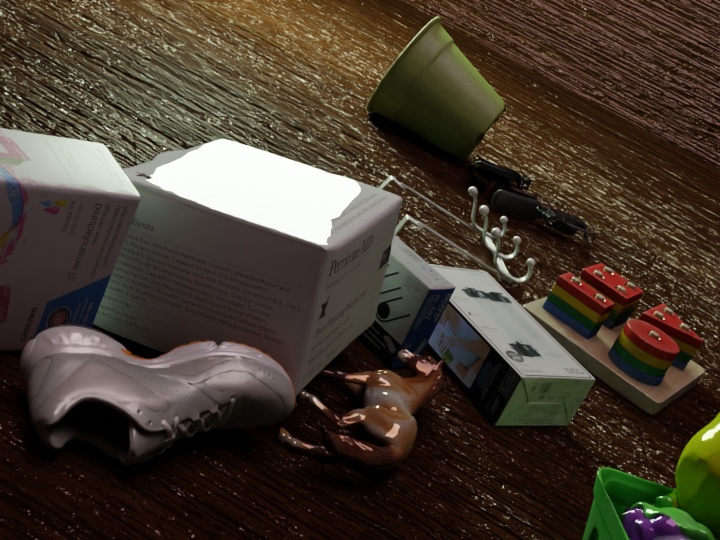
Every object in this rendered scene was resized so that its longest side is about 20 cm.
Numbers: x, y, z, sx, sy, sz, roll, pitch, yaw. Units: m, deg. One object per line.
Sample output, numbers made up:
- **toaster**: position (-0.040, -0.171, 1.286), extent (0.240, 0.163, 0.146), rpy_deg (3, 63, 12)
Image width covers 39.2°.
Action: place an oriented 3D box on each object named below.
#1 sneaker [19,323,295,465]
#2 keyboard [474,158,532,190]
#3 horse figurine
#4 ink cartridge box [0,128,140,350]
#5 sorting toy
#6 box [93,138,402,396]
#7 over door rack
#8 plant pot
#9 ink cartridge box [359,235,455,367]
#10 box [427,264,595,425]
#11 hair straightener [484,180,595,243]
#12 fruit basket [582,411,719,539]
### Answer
- **sneaker**: position (-0.137, 0.101, 0.708), extent (0.197, 0.076, 0.092), rpy_deg (7, 35, -23)
- **keyboard**: position (0.233, -0.152, 1.677), extent (0.103, 0.040, 0.200), rpy_deg (21, 10, 4)
- **horse figurine**: position (0.004, 0.116, 0.842), extent (0.131, 0.050, 0.200), rpy_deg (19, 21, -2)
- **ink cartridge box**: position (-0.278, -0.022, 0.709), extent (0.198, 0.146, 0.085), rpy_deg (4, 32, -42)
- **sorting toy**: position (0.327, 0.072, 1.253), extent (0.198, 0.070, 0.199), rpy_deg (37, 25, 25)
- **box**: position (-0.093, -0.013, 0.863), extent (0.198, 0.132, 0.199), rpy_deg (19, 21, 15)
- **over door rack**: position (0.129, -0.065, 1.342), extent (0.198, 0.067, 0.148), rpy_deg (19, 23, -17)
- **plant pot**: position (0.142, -0.292, 1.728), extent (0.190, 0.201, 0.200), rpy_deg (41, 23, 2)
- **ink cartridge box**: position (0.000, 0.000, 1.027), extent (0.044, 0.095, 0.200), rpy_deg (-1, 35, -47)
- **box**: position (0.135, 0.074, 1.055), extent (0.116, 0.061, 0.200), rpy_deg (6, 30, -39)
- **hair straightener**: position (0.291, -0.081, 1.598), extent (0.198, 0.041, 0.077), rpy_deg (24, 22, -18)
- **fruit basket**: position (0.279, 0.200, 0.756), extent (0.213, 0.218, 0.156), rpy_deg (21, 23, -12)
